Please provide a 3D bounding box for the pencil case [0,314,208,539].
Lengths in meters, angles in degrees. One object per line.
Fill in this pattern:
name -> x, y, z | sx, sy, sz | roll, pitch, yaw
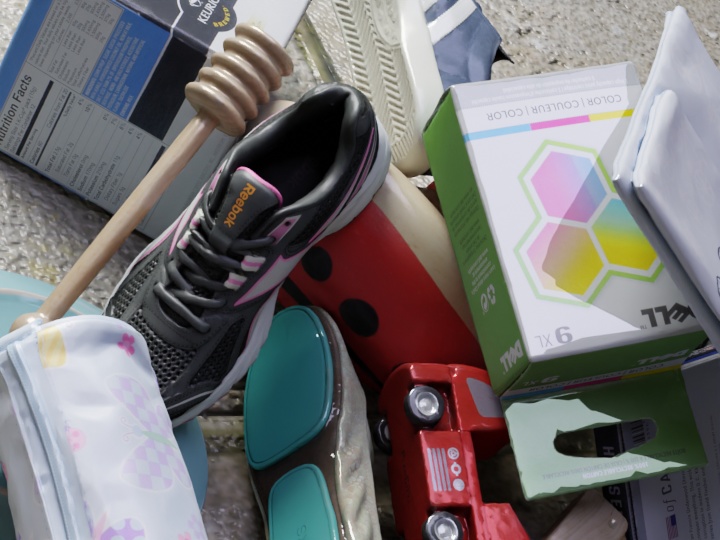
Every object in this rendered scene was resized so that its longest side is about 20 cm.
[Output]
pencil case -> -0.112, 0.120, 0.991 | 0.090, 0.083, 0.201 | 20, 45, -50

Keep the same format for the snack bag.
snack bag -> 0.196, -0.020, 1.153 | 0.189, 0.021, 0.200 | 54, 30, -17

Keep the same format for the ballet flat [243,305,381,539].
ballet flat -> -0.020, 0.107, 1.133 | 0.062, 0.067, 0.201 | 43, 30, -38

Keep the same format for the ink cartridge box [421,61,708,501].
ink cartridge box -> 0.109, 0.003, 1.125 | 0.103, 0.059, 0.201 | -9, 72, -19

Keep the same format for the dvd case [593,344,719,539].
dvd case -> 0.205, 0.113, 1.219 | 0.199, 0.025, 0.152 | -14, 97, -40

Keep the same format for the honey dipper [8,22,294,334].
honey dipper -> -0.107, -0.038, 1.117 | 0.038, 0.038, 0.200 | 37, 75, 7

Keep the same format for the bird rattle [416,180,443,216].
bird rattle -> 0.080, -0.013, 1.266 | 0.162, 0.114, 0.200 | 9, 6, 11

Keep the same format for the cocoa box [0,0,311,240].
cocoa box -> -0.108, -0.140, 1.269 | 0.131, 0.134, 0.200 | 29, 38, -5

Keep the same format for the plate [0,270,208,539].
plate -> -0.161, 0.066, 1.092 | 0.199, 0.026, 0.201 | 20, 40, -17

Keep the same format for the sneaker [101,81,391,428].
sneaker -> -0.063, -0.018, 1.099 | 0.080, 0.086, 0.201 | 33, 77, 9

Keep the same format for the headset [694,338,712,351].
headset -> 0.203, 0.035, 1.331 | 0.123, 0.094, 0.200 | 37, 26, 7

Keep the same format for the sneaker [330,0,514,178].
sneaker -> 0.037, -0.141, 1.239 | 0.084, 0.075, 0.202 | 6, 68, -34

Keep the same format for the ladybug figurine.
ladybug figurine -> 0.000, 0.000, 1.206 | 0.200, 0.136, 0.072 | 46, 68, 5

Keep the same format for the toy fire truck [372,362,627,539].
toy fire truck -> 0.088, 0.143, 1.124 | 0.140, 0.049, 0.201 | 3, 64, -23
